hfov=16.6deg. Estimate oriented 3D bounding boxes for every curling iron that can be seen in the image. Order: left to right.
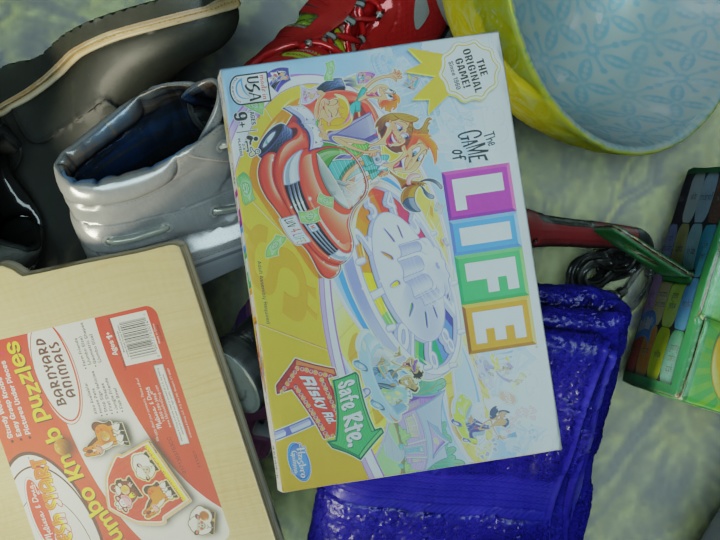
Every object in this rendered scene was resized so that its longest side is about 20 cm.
[{"bbox_3d":[0.080,-0.011,1.266,0.200,0.026,0.050,11,91,-39],"label":"curling iron"}]

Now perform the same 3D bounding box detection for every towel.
[{"bbox_3d":[0.054,0.094,1.251,0.148,0.050,0.200,1,129,-8],"label":"towel"}]

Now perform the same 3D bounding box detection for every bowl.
[{"bbox_3d":[0.102,-0.156,1.271,0.108,0.200,0.200,0,91,45],"label":"bowl"}]

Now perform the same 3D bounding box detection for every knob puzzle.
[{"bbox_3d":[-0.146,0.086,1.242,0.220,0.030,0.220,6,109,17],"label":"knob puzzle"}]

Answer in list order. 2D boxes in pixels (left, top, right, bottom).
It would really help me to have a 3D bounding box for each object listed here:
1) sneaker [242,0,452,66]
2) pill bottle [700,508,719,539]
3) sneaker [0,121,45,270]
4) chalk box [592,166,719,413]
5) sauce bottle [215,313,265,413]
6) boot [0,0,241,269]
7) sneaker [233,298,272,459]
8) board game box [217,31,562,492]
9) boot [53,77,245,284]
[{"bbox_3d":[-0.015,-0.108,1.297,0.077,0.085,0.200,42,92,0],"label":"sneaker"},{"bbox_3d":[0.275,0.181,1.277,0.200,0.113,0.113,36,92,1],"label":"pill bottle"},{"bbox_3d":[-0.206,0.003,1.283,0.090,0.066,0.200,12,114,31],"label":"sneaker"},{"bbox_3d":[0.214,0.020,1.260,0.200,0.125,0.124,16,90,-5],"label":"chalk box"},{"bbox_3d":[0.000,0.000,1.261,0.065,0.065,0.200,47,60,1],"label":"sauce bottle"},{"bbox_3d":[-0.116,-0.060,1.276,0.200,0.077,0.138,-22,89,43],"label":"boot"},{"bbox_3d":[0.017,0.047,1.306,0.200,0.081,0.089,1,56,-9],"label":"sneaker"},{"bbox_3d":[0.013,-0.004,1.161,0.134,0.034,0.200,-9,88,-6],"label":"board game box"},{"bbox_3d":[-0.050,-0.059,1.212,0.200,0.096,0.074,-26,51,-5],"label":"boot"}]
